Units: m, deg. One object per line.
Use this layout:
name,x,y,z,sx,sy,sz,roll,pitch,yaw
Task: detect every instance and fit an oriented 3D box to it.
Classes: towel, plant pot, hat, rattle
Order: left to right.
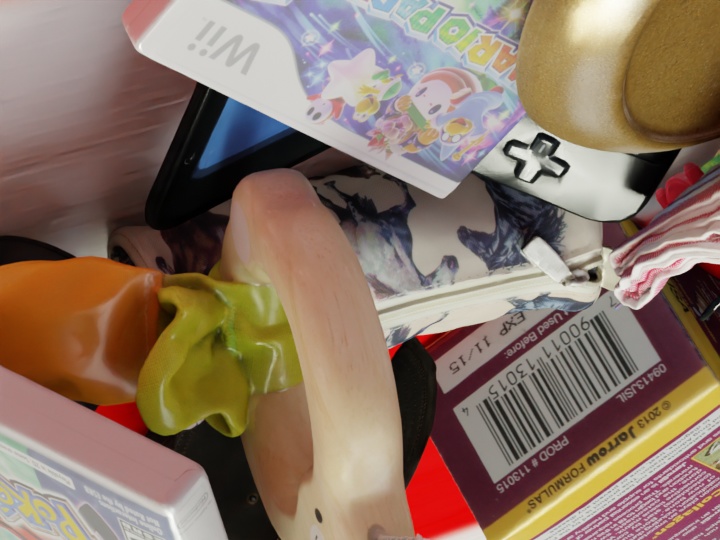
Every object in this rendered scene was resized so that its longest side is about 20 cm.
rattle,-0.044,0.069,0.822,0.143,0.200,0.130,1,146,-30
hat,-0.056,0.095,1.076,0.201,0.081,0.201,-52,-169,14
plant pot,0.139,-0.103,0.822,0.200,0.028,0.200,-30,156,-15
towel,0.179,-0.060,0.897,0.200,0.030,0.146,-39,-179,-13

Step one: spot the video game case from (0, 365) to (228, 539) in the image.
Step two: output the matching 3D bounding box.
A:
video game case,-0.117,0.091,0.883,0.023,0.200,0.182,-50,147,-29

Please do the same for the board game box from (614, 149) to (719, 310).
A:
board game box,0.171,-0.057,1.069,0.158,0.039,0.200,-40,175,33

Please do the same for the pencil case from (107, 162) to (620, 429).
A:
pencil case,0.000,0.000,0.980,0.200,0.089,0.078,-16,116,-23

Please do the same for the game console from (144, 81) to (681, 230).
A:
game console,0.046,-0.080,0.859,0.176,0.117,0.200,22,135,-7

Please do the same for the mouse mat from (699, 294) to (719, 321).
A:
mouse mat,0.225,-0.055,1.104,0.161,0.008,0.200,-48,171,30

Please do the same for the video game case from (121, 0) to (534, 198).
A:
video game case,0.043,-0.116,0.775,0.143,0.018,0.200,23,119,-43

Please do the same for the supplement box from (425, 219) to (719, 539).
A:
supplement box,0.130,0.069,1.196,0.131,0.103,0.200,-38,150,15

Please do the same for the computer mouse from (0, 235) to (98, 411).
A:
computer mouse,-0.117,0.083,0.964,0.200,0.140,0.046,-59,-175,41
